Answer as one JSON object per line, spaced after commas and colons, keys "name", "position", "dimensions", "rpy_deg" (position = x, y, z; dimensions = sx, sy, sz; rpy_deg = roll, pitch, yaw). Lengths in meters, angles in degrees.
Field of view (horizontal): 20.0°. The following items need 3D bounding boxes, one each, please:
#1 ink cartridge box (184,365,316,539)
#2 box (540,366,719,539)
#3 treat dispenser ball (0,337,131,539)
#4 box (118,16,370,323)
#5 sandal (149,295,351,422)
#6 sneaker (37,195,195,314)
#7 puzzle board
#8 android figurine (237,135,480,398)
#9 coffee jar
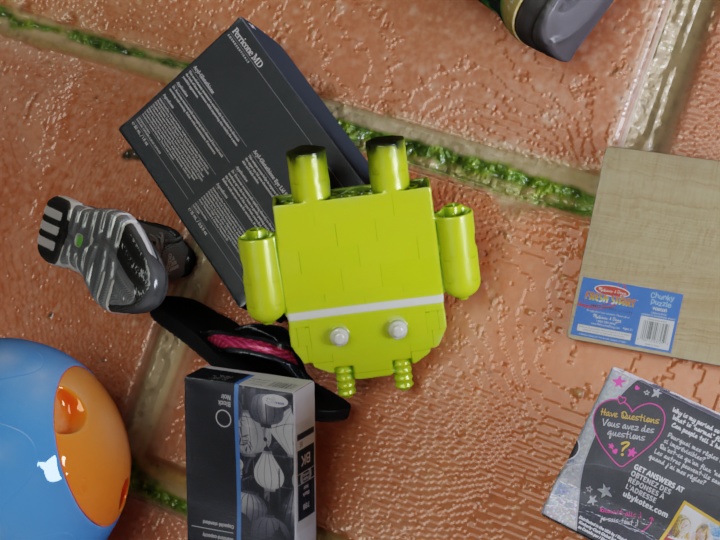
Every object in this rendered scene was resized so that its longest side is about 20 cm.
{"name": "ink cartridge box", "position": [-0.084, 0.178, 1.567], "dimensions": [0.099, 0.039, 0.201], "rpy_deg": [5, 106, 26]}
{"name": "box", "position": [0.227, 0.152, 1.383], "dimensions": [0.132, 0.200, 0.115], "rpy_deg": [26, 88, 27]}
{"name": "treat dispenser ball", "position": [-0.282, 0.154, 1.615], "dimensions": [0.200, 0.201, 0.202], "rpy_deg": [-6, 76, 23]}
{"name": "box", "position": [-0.080, -0.081, 1.646], "dimensions": [0.141, 0.079, 0.200], "rpy_deg": [-42, 64, 13]}
{"name": "sandal", "position": [-0.088, 0.060, 1.617], "dimensions": [0.200, 0.075, 0.045], "rpy_deg": [33, 110, 30]}
{"name": "sneaker", "position": [-0.172, -0.011, 1.643], "dimensions": [0.200, 0.115, 0.075], "rpy_deg": [32, 107, 54]}
{"name": "puzzle board", "position": [0.261, -0.006, 1.508], "dimensions": [0.199, 0.017, 0.151], "rpy_deg": [9, 83, 27]}
{"name": "android figurine", "position": [0.000, 0.000, 1.559], "dimensions": [0.181, 0.041, 0.201], "rpy_deg": [-5, 106, 0]}
{"name": "coffee jar", "position": [0.112, -0.252, 1.593], "dimensions": [0.200, 0.085, 0.104], "rpy_deg": [39, 96, 26]}
